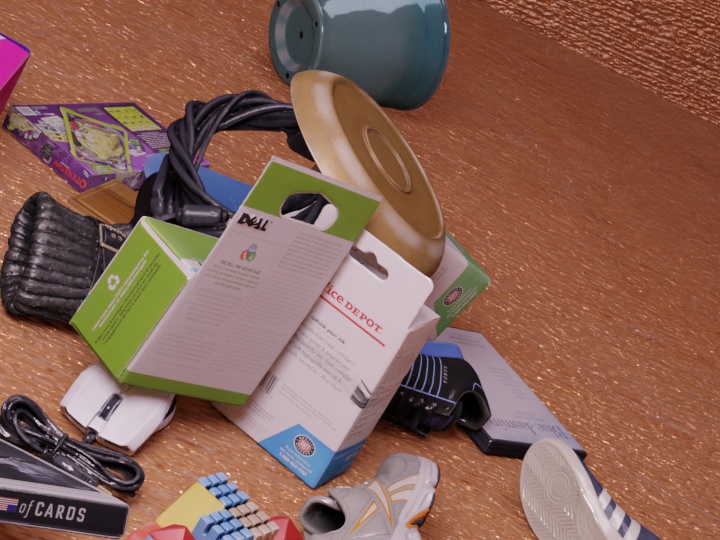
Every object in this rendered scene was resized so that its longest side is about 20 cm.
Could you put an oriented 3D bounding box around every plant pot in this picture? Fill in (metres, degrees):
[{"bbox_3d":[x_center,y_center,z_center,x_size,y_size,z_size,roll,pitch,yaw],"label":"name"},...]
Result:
[{"bbox_3d":[0.014,-0.085,1.373,0.200,0.027,0.200,48,21,-25],"label":"plant pot"},{"bbox_3d":[-0.013,-0.312,2.238,0.187,0.201,0.200,-6,38,-35],"label":"plant pot"}]

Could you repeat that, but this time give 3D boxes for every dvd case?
[{"bbox_3d":[-0.249,0.117,0.996,0.150,0.025,0.200,15,-1,-37],"label":"dvd case"},{"bbox_3d":[0.120,0.117,1.646,0.142,0.018,0.200,13,27,-42],"label":"dvd case"}]

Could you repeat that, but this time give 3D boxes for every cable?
[{"bbox_3d":[-0.083,-0.092,1.386,0.162,0.051,0.200,2,39,10],"label":"cable"}]

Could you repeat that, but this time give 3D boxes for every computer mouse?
[{"bbox_3d":[-0.183,0.098,1.229,0.109,0.044,0.200,30,20,1],"label":"computer mouse"}]

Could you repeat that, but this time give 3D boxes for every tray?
[{"bbox_3d":[-0.168,-0.008,1.510,0.200,0.037,0.099,33,20,7],"label":"tray"}]

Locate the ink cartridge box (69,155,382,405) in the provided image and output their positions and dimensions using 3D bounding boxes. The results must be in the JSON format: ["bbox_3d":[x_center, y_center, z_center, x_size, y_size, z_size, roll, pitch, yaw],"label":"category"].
[{"bbox_3d":[-0.096,-0.006,1.241,0.076,0.200,0.148,44,15,33],"label":"ink cartridge box"}]

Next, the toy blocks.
[{"bbox_3d":[-0.105,0.185,0.999,0.100,0.137,0.200,39,21,23],"label":"toy blocks"}]

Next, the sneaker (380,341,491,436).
[{"bbox_3d":[0.039,0.107,1.483,0.199,0.070,0.078,1,47,-45],"label":"sneaker"}]

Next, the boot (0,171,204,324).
[{"bbox_3d":[-0.210,-0.029,1.379,0.157,0.080,0.212,20,37,-22],"label":"boot"}]

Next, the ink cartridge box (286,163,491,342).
[{"bbox_3d":[0.000,0.000,1.491,0.200,0.145,0.088,33,15,-51],"label":"ink cartridge box"}]

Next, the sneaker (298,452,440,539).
[{"bbox_3d":[0.003,0.181,1.259,0.092,0.076,0.200,25,19,-2],"label":"sneaker"}]

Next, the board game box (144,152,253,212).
[{"bbox_3d":[-0.129,-0.043,1.638,0.199,0.039,0.158,20,23,-27],"label":"board game box"}]

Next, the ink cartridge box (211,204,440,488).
[{"bbox_3d":[-0.019,0.055,1.330,0.116,0.200,0.068,37,21,17],"label":"ink cartridge box"}]

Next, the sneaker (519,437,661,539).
[{"bbox_3d":[0.212,0.229,1.443,0.084,0.075,0.200,9,39,-42],"label":"sneaker"}]

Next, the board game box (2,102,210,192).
[{"bbox_3d":[-0.251,-0.125,1.677,0.120,0.032,0.200,35,21,22],"label":"board game box"}]

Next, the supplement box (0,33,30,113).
[{"bbox_3d":[-0.371,-0.149,1.457,0.101,0.104,0.200,28,19,-9],"label":"supplement box"}]
